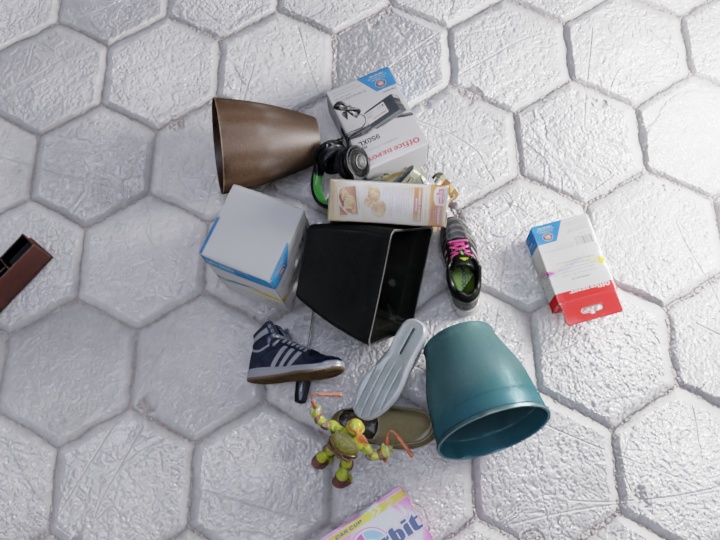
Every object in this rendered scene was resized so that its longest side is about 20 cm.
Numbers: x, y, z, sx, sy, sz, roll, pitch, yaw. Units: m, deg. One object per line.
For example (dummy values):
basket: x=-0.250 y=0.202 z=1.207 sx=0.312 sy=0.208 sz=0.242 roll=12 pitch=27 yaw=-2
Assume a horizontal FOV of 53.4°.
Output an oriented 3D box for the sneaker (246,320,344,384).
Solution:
sneaker: x=-0.120 y=0.145 z=1.307 sx=0.199 sy=0.070 sz=0.109 roll=-10 pitch=66 yaw=26

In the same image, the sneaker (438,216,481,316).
sneaker: x=0.194 y=-0.018 z=1.362 sx=0.073 sy=0.088 sz=0.201 roll=-5 pitch=71 yaw=1

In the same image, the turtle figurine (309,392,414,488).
turtle figurine: x=-0.019 y=0.306 z=1.227 sx=0.199 sy=0.162 sz=0.064 roll=28 pitch=37 yaw=5

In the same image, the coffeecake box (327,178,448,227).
coffeecake box: x=0.053 y=-0.119 z=1.256 sx=0.199 sy=0.154 sz=0.074 roll=4 pitch=96 yaw=6

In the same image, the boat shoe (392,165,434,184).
boat shoe: x=0.051 y=-0.128 z=1.379 sx=0.200 sy=0.072 sz=0.062 roll=-39 pitch=113 yaw=20

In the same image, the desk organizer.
desk organizer: x=-0.709 y=0.016 z=1.397 sx=0.072 sy=0.077 sz=0.200 roll=36 pitch=76 yaw=13

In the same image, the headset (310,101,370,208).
headset: x=-0.044 y=-0.218 z=1.375 sx=0.123 sy=0.094 sz=0.201 roll=25 pitch=98 yaw=44

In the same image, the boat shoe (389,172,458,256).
boat shoe: x=0.122 y=-0.098 z=1.401 sx=0.074 sy=0.076 sz=0.200 roll=38 pitch=83 yaw=-6

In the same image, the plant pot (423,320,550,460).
plant pot: x=0.200 y=0.198 z=1.244 sx=0.199 sy=0.200 sz=0.189 roll=-15 pitch=56 yaw=-3

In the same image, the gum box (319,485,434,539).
gum box: x=0.016 y=0.471 z=1.217 sx=0.199 sy=0.066 sz=0.114 roll=-32 pitch=74 yaw=-8

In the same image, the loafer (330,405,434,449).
loafer: x=0.042 y=0.280 z=1.279 sx=0.199 sy=0.067 sz=0.076 roll=-2 pitch=71 yaw=2

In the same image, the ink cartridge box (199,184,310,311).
ink cartridge box: x=-0.180 y=-0.035 z=1.326 sx=0.144 sy=0.200 sz=0.148 roll=20 pitch=74 yaw=11

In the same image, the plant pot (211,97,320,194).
plant pot: x=-0.185 y=-0.254 z=1.427 sx=0.199 sy=0.187 sz=0.188 roll=-7 pitch=70 yaw=-15

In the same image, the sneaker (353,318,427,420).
sneaker: x=0.060 y=0.182 z=1.271 sx=0.073 sy=0.071 sz=0.200 roll=32 pitch=77 yaw=22

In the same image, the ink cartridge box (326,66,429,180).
ink cartridge box: x=0.035 y=-0.292 z=1.463 sx=0.144 sy=0.084 sz=0.201 roll=-24 pitch=73 yaw=-5

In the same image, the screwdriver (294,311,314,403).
screwdriver: x=-0.095 y=0.150 z=1.348 sx=0.029 sy=0.028 sz=0.201 roll=2 pitch=73 yaw=34

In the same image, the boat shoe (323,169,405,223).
boat shoe: x=0.022 y=-0.155 z=1.428 sx=0.200 sy=0.073 sz=0.063 roll=-29 pitch=60 yaw=3

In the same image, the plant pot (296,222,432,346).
plant pot: x=0.000 y=0.000 z=1.294 sx=0.177 sy=0.200 sz=0.201 roll=17 pitch=102 yaw=25

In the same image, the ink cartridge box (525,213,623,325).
ink cartridge box: x=0.403 y=0.005 z=1.356 sx=0.116 sy=0.067 sz=0.201 roll=-14 pitch=71 yaw=-2
